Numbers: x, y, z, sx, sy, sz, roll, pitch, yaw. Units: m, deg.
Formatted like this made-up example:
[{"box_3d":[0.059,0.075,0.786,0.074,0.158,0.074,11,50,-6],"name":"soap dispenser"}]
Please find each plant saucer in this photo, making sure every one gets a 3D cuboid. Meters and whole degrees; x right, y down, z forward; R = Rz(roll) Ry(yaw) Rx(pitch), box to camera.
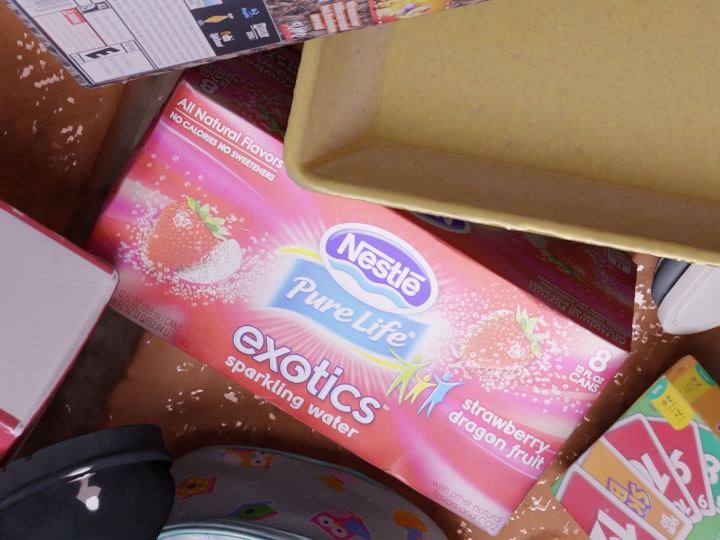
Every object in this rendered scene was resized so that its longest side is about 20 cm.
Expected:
[{"box_3d":[0.088,-0.107,0.781,0.200,0.048,0.200,11,85,5],"name":"plant saucer"}]

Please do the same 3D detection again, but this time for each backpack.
[{"box_3d":[-0.045,0.183,0.897,0.176,0.153,0.200,20,107,6],"name":"backpack"}]

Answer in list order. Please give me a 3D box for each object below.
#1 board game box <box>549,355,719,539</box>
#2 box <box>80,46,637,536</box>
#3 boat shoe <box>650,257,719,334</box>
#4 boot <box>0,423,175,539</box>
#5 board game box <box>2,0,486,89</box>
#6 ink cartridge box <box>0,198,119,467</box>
[{"box_3d":[0.168,0.136,0.856,0.200,0.030,0.096,47,137,9],"name":"board game box"},{"box_3d":[0.000,0.000,0.842,0.200,0.095,0.100,32,113,-5],"name":"box"},{"box_3d":[0.173,-0.058,0.825,0.200,0.073,0.062,-53,53,29],"name":"boat shoe"},{"box_3d":[-0.113,0.164,0.790,0.198,0.073,0.163,-37,66,41],"name":"boot"},{"box_3d":[-0.016,-0.139,0.686,0.200,0.159,0.097,-12,83,1],"name":"board game box"},{"box_3d":[-0.198,0.036,0.840,0.147,0.083,0.200,31,146,-5],"name":"ink cartridge box"}]
